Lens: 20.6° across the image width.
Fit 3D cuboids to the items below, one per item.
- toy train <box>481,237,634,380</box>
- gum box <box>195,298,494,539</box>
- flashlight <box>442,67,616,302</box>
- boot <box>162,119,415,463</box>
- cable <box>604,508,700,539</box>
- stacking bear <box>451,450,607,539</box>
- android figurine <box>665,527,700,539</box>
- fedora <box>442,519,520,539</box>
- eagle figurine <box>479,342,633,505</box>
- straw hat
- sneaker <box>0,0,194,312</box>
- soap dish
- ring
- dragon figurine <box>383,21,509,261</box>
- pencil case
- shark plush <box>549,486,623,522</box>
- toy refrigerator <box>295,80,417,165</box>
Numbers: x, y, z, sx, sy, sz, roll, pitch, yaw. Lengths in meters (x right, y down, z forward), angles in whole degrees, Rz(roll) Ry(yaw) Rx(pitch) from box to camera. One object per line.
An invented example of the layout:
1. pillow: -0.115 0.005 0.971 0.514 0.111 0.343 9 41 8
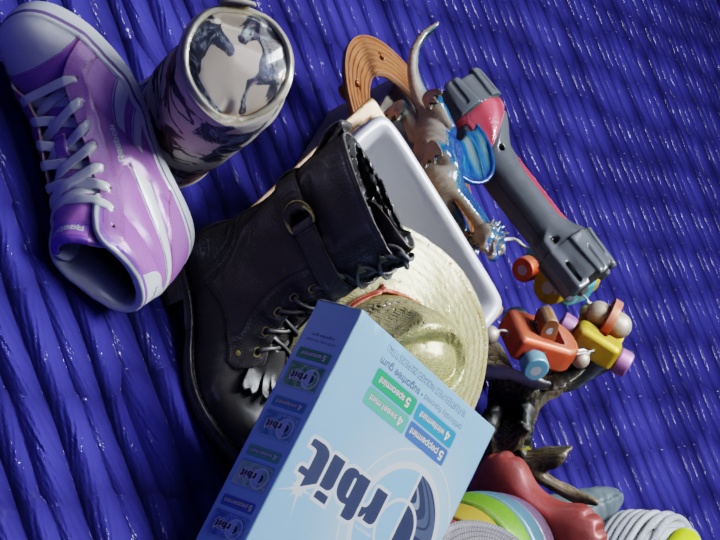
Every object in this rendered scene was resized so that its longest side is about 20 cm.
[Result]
1. toy train: 0.161 0.018 1.652 0.149 0.056 0.201 19 31 -23
2. gum box: -0.012 0.148 1.272 0.170 0.044 0.201 41 69 -44
3. flashlight: 0.131 -0.069 1.619 0.201 0.067 0.068 52 -11 10
4. boot: -0.039 0.021 1.314 0.069 0.173 0.202 7 60 -64
5. cable: 0.242 0.307 1.706 0.201 0.069 0.201 63 39 -40
6. stacking bear: 0.072 0.215 1.451 0.121 0.114 0.199 34 20 28
7. android figurine: 0.274 0.306 1.650 0.200 0.041 0.184 -33 119 -55
8. fedora: 0.125 0.255 1.332 0.176 0.090 0.202 20 57 -44
9. eagle figurine: 0.138 0.103 1.695 0.152 0.150 0.201 45 39 -18
10. straw hat: 0.024 0.059 1.382 0.202 0.201 0.085 56 -20 -20
11. sneaker: -0.175 -0.068 1.246 0.201 0.072 0.114 59 26 -14
12. soap dish: 0.000 0.000 1.470 0.157 0.081 0.201 -44 112 -27
13. ring: 0.037 -0.097 1.611 0.201 0.019 0.201 48 27 -34
14. dragon figurine: 0.067 -0.093 1.572 0.099 0.059 0.201 40 34 -45
15. pencil case: -0.105 -0.116 1.306 0.077 0.200 0.090 -6 83 -20
16. shark plush: 0.154 0.204 1.668 0.200 0.083 0.092 25 45 -58
17. toy refrigerator: -0.001 -0.084 1.637 0.070 0.075 0.200 58 23 -16
